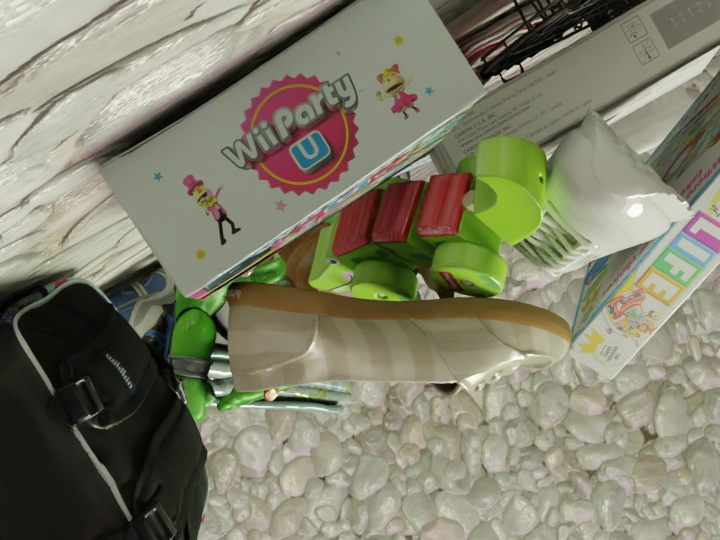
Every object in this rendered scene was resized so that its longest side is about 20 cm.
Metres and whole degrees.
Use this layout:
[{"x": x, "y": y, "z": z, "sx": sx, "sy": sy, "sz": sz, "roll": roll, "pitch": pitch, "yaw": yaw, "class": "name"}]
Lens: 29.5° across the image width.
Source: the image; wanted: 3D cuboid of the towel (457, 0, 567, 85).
[{"x": 0.058, "y": -0.129, "z": 0.998, "sx": 0.146, "sy": 0.030, "sz": 0.200, "roll": -32, "pitch": 180, "yaw": -26, "class": "towel"}]

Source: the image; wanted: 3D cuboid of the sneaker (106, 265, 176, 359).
[{"x": -0.169, "y": 0.033, "z": 1.061, "sx": 0.076, "sy": 0.077, "sz": 0.200, "roll": 4, "pitch": -164, "yaw": 8, "class": "sneaker"}]

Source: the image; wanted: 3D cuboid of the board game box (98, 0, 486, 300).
[{"x": -0.033, "y": -0.050, "z": 0.624, "sx": 0.147, "sy": 0.065, "sz": 0.200, "roll": -34, "pitch": 180, "yaw": -5, "class": "board game box"}]

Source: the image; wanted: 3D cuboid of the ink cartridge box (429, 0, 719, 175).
[{"x": 0.134, "y": -0.108, "z": 0.845, "sx": 0.198, "sy": 0.045, "sz": 0.176, "roll": -30, "pitch": 178, "yaw": 1, "class": "ink cartridge box"}]

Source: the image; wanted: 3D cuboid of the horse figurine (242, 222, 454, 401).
[{"x": 0.000, "y": 0.000, "z": 0.848, "sx": 0.198, "sy": 0.050, "sz": 0.134, "roll": -21, "pitch": -136, "yaw": 33, "class": "horse figurine"}]

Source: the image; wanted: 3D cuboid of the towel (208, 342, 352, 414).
[{"x": -0.127, "y": 0.089, "z": 1.198, "sx": 0.198, "sy": 0.049, "sz": 0.170, "roll": 13, "pitch": 176, "yaw": -40, "class": "towel"}]

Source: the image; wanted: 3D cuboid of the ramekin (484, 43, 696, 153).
[{"x": 0.160, "y": -0.118, "z": 1.076, "sx": 0.200, "sy": 0.095, "sz": 0.202, "roll": -26, "pitch": -178, "yaw": 1, "class": "ramekin"}]

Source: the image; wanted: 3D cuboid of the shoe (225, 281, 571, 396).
[{"x": 0.022, "y": 0.041, "z": 0.709, "sx": 0.197, "sy": 0.054, "sz": 0.070, "roll": 6, "pitch": 171, "yaw": -25, "class": "shoe"}]

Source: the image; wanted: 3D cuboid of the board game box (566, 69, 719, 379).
[{"x": 0.192, "y": -0.047, "z": 0.783, "sx": 0.201, "sy": 0.034, "sz": 0.135, "roll": -57, "pitch": -174, "yaw": 43, "class": "board game box"}]

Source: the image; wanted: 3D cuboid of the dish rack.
[{"x": 0.152, "y": -0.178, "z": 0.778, "sx": 0.199, "sy": 0.055, "sz": 0.153, "roll": -31, "pitch": 178, "yaw": -28, "class": "dish rack"}]

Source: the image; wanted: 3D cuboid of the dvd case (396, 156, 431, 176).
[{"x": -0.007, "y": -0.071, "z": 0.961, "sx": 0.141, "sy": 0.018, "sz": 0.200, "roll": -23, "pitch": 178, "yaw": 12, "class": "dvd case"}]

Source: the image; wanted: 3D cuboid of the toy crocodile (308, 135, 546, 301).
[{"x": 0.030, "y": -0.024, "z": 0.735, "sx": 0.199, "sy": 0.061, "sz": 0.068, "roll": -12, "pitch": -124, "yaw": 54, "class": "toy crocodile"}]

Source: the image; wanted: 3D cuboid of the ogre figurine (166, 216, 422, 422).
[{"x": -0.059, "y": 0.024, "z": 0.987, "sx": 0.198, "sy": 0.121, "sz": 0.098, "roll": -23, "pitch": 173, "yaw": 19, "class": "ogre figurine"}]

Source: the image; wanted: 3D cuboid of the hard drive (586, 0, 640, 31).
[{"x": 0.280, "y": -0.263, "z": 1.091, "sx": 0.199, "sy": 0.038, "sz": 0.139, "roll": -34, "pitch": 175, "yaw": 37, "class": "hard drive"}]

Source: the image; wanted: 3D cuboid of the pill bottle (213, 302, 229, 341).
[{"x": -0.085, "y": 0.014, "z": 1.200, "sx": 0.110, "sy": 0.112, "sz": 0.200, "roll": -32, "pitch": 180, "yaw": -10, "class": "pill bottle"}]

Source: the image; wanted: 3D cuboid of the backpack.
[{"x": -0.164, "y": 0.102, "z": 0.753, "sx": 0.149, "sy": 0.179, "sz": 0.200, "roll": -29, "pitch": -169, "yaw": 11, "class": "backpack"}]

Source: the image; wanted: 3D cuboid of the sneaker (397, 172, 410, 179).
[{"x": 0.009, "y": -0.045, "z": 1.137, "sx": 0.069, "sy": 0.083, "sz": 0.200, "roll": -17, "pitch": -163, "yaw": 24, "class": "sneaker"}]

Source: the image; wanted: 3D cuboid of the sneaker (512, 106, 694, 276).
[{"x": 0.118, "y": -0.031, "z": 0.723, "sx": 0.080, "sy": 0.077, "sz": 0.200, "roll": -40, "pitch": 175, "yaw": 5, "class": "sneaker"}]
